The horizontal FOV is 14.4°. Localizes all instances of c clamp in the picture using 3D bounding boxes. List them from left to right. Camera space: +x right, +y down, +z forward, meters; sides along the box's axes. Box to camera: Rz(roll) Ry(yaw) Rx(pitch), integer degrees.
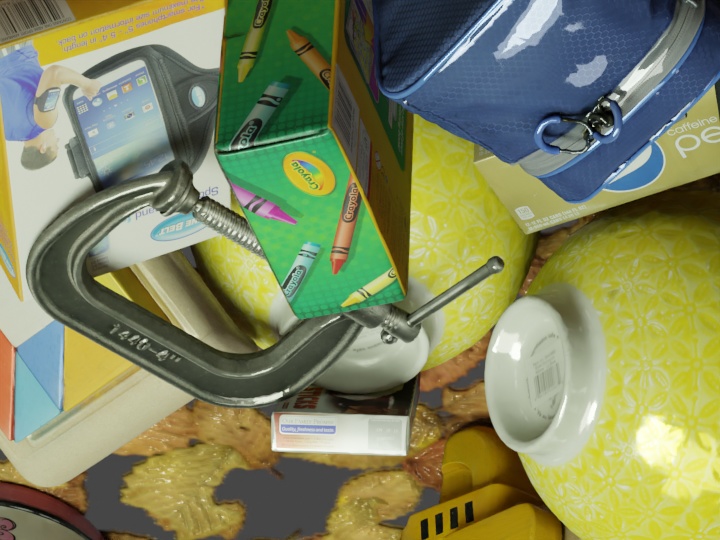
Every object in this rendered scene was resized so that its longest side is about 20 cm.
[{"bbox_3d":[-0.058,0.002,1.426,0.200,0.027,0.171,25,130,-27],"label":"c clamp"}]

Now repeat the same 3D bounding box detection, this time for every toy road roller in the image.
[{"bbox_3d":[0.100,0.158,1.654,0.123,0.147,0.200,25,150,-26],"label":"toy road roller"}]

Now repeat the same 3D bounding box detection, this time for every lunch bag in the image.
[{"bbox_3d":[0.094,-0.131,1.292,0.132,0.201,0.136,26,130,-28],"label":"lunch bag"}]

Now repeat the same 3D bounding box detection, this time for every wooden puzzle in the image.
[{"bbox_3d":[-0.178,0.012,1.549,0.185,0.037,0.200,-33,100,35],"label":"wooden puzzle"}]

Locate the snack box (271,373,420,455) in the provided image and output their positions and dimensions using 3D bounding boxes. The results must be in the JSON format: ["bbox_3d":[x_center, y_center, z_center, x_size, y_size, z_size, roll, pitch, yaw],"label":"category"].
[{"bbox_3d":[-0.006,0.073,1.565,0.072,0.200,0.024,1,97,3],"label":"snack box"}]

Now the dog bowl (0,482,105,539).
[{"bbox_3d":[-0.241,0.209,1.811,0.199,0.074,0.201,3,140,2],"label":"dog bowl"}]

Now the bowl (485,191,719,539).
[{"bbox_3d":[0.130,0.055,1.477,0.107,0.201,0.200,4,143,-29],"label":"bowl"}]

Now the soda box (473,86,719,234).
[{"bbox_3d":[0.159,-0.088,1.437,0.199,0.068,0.064,-18,134,24],"label":"soda box"}]

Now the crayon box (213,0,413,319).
[{"bbox_3d":[-0.018,-0.093,1.343,0.058,0.201,0.119,-10,137,14],"label":"crayon box"}]

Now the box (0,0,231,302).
[{"bbox_3d":[-0.124,-0.064,1.407,0.119,0.042,0.200,-20,139,-17],"label":"box"}]

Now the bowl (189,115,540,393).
[{"bbox_3d":[0.000,0.000,1.522,0.199,0.108,0.201,2,139,1],"label":"bowl"}]

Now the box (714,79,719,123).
[{"bbox_3d":[0.271,-0.093,1.342,0.199,0.079,0.141,-23,132,-10],"label":"box"}]
